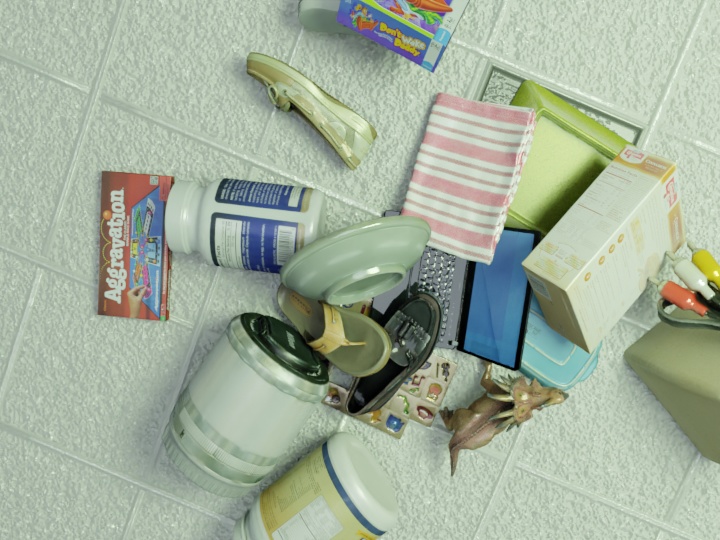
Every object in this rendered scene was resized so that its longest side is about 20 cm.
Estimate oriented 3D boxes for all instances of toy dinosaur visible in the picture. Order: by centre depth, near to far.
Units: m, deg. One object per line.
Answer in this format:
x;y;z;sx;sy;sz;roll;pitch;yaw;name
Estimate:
0.168;0.196;0.844;0.086;0.136;0.201;41;98;-3;toy dinosaur

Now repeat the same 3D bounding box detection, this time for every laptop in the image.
0.117;0.022;0.839;0.195;0.103;0.182;8;94;1;laptop

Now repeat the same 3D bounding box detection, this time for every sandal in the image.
-0.047;0.073;0.843;0.198;0.054;0.081;35;102;27;sandal

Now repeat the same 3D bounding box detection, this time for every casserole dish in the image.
0.247;0.086;0.877;0.198;0.039;0.122;36;96;-1;casserole dish

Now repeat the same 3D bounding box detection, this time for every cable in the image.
0.423;0.051;0.736;0.097;0.201;0.050;-44;131;6;cable

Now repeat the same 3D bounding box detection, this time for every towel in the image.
0.132;-0.123;0.821;0.144;0.030;0.204;18;88;28;towel

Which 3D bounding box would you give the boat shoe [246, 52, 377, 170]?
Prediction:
-0.073;-0.213;0.842;0.198;0.073;0.064;33;92;-9;boat shoe

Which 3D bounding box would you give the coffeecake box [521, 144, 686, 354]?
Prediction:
0.306;-0.024;0.783;0.200;0.073;0.154;-46;135;-7;coffeecake box

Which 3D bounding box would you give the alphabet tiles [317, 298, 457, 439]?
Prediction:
0.031;0.139;0.909;0.196;0.008;0.170;24;96;-1;alphabet tiles

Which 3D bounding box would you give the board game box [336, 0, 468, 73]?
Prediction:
0.071;-0.351;0.776;0.132;0.045;0.203;27;61;-1;board game box

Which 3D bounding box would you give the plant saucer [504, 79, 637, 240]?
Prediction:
0.256;-0.119;0.848;0.197;0.048;0.202;30;97;-1;plant saucer

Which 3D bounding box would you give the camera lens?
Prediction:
-0.148;0.172;0.843;0.159;0.160;0.202;36;97;-2;camera lens

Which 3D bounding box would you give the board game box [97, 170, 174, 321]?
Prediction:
-0.318;-0.034;0.899;0.100;0.019;0.206;5;97;3;board game box

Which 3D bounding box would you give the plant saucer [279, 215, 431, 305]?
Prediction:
0.000;0.000;0.780;0.196;0.200;0.051;-19;74;4;plant saucer

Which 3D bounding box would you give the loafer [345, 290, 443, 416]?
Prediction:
0.042;0.119;0.842;0.071;0.063;0.202;38;116;16;loafer

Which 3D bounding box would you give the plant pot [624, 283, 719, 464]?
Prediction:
0.500;0.138;0.802;0.199;0.177;0.201;-41;93;6;plant pot

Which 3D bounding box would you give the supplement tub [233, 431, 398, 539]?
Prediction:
-0.061;0.335;0.866;0.199;0.144;0.145;-38;94;7;supplement tub

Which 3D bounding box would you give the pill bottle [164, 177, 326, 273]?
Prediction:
-0.148;-0.060;0.839;0.195;0.116;0.119;7;97;2;pill bottle

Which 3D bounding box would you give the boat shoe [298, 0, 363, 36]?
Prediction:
0.019;-0.343;0.820;0.195;0.071;0.065;7;79;-8;boat shoe
